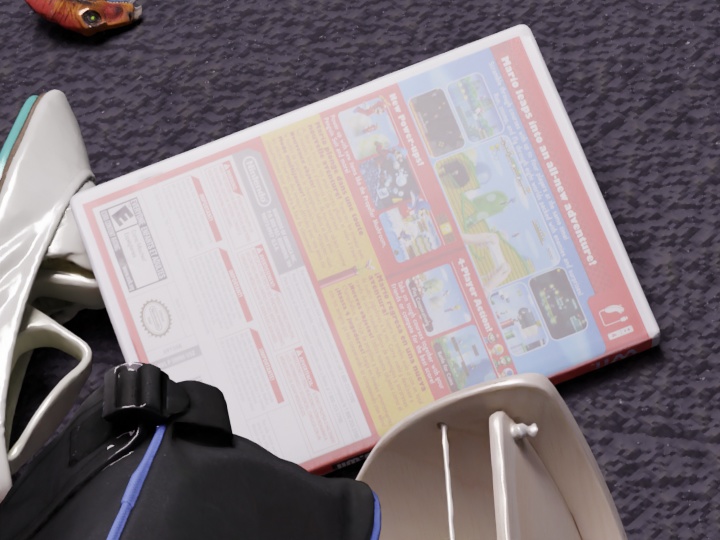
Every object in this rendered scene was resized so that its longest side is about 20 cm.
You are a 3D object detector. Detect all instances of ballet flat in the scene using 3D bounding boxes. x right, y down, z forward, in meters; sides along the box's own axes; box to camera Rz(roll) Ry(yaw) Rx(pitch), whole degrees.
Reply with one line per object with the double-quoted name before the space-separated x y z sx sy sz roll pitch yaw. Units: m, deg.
"ballet flat" -0.136 0.017 1.032 0.069 0.069 0.200 5 56 21

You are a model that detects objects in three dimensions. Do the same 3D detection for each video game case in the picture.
"video game case" 0.000 0.000 0.995 0.200 0.017 0.143 -21 73 -2

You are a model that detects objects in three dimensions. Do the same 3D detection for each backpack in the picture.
"backpack" -0.074 0.160 0.738 0.200 0.147 0.183 -46 19 35

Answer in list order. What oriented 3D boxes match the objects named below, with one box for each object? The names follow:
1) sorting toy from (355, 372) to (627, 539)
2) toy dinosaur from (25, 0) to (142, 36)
"sorting toy" 0.006 0.162 0.843 0.180 0.107 0.200 -16 56 21
"toy dinosaur" -0.107 -0.192 1.233 0.182 0.105 0.200 -49 14 -10
